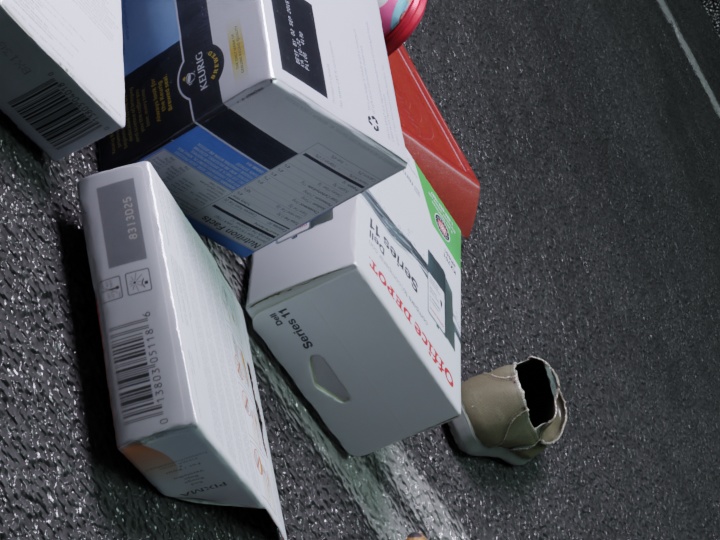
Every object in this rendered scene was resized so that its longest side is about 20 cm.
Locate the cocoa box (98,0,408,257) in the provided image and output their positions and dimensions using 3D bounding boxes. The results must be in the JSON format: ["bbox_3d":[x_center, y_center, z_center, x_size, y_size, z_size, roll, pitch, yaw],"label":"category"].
[{"bbox_3d":[-0.074,-0.135,1.250,0.133,0.131,0.200,30,41,-46],"label":"cocoa box"}]

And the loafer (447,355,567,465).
[{"bbox_3d":[0.127,0.107,1.616,0.200,0.070,0.075,0,69,-69],"label":"loafer"}]

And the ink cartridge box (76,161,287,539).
[{"bbox_3d":[-0.096,0.054,1.167,0.200,0.050,0.162,68,8,-62],"label":"ink cartridge box"}]

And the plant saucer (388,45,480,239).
[{"bbox_3d":[0.014,-0.135,1.576,0.200,0.037,0.200,31,29,-61],"label":"plant saucer"}]

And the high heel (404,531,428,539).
[{"bbox_3d":[0.028,0.239,1.218,0.143,0.071,0.200,35,43,-60],"label":"high heel"}]

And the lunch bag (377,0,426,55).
[{"bbox_3d":[-0.015,-0.211,1.413,0.082,0.176,0.200,32,41,-26],"label":"lunch bag"}]

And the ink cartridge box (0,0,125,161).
[{"bbox_3d":[-0.180,-0.168,1.150,0.109,0.050,0.200,47,25,-43],"label":"ink cartridge box"}]

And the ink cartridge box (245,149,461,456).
[{"bbox_3d":[0.000,0.000,1.382,0.147,0.083,0.200,55,23,-32],"label":"ink cartridge box"}]
